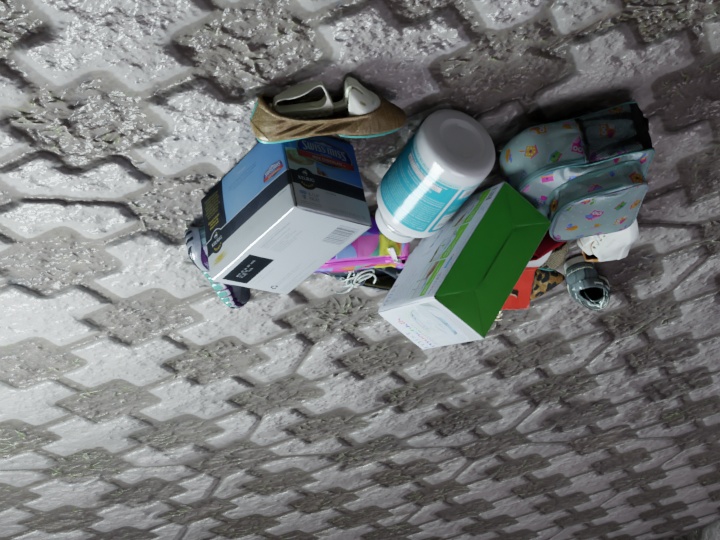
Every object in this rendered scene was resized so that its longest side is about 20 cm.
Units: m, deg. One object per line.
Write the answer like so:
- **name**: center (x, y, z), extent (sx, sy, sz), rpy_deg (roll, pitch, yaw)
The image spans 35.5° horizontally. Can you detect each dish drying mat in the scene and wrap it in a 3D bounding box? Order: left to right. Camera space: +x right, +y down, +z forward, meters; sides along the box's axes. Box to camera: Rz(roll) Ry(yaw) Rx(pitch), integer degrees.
- **dish drying mat**: center (0.290, -0.052, 1.643), extent (0.199, 0.018, 0.076), rpy_deg (-26, -169, -40)

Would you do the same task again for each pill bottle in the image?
- **pill bottle**: center (0.092, -0.119, 1.529), extent (0.110, 0.112, 0.200), rpy_deg (3, 148, -27)

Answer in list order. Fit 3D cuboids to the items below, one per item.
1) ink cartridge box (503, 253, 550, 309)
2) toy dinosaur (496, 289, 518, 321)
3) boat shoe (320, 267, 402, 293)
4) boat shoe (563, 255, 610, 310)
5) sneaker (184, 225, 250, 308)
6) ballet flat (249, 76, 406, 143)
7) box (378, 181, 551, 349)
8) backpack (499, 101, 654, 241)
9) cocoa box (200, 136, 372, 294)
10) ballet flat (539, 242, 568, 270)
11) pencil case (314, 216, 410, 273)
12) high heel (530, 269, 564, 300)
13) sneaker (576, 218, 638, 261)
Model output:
- **ink cartridge box**: center (0.214, -0.018, 1.729), extent (0.161, 0.050, 0.202), rpy_deg (-2, 115, -18)
- **toy dinosaur**: center (0.176, 0.037, 1.727), extent (0.100, 0.059, 0.200), rpy_deg (17, 137, -18)
- **boat shoe**: center (0.000, 0.000, 1.762), extent (0.199, 0.062, 0.075), rpy_deg (12, 146, -37)
- **boat shoe**: center (0.407, 0.039, 1.999), extent (0.072, 0.062, 0.200), rpy_deg (-20, 151, 14)
- **sneaker**: center (-0.184, -0.009, 1.664), extent (0.087, 0.075, 0.200), rpy_deg (-21, 150, 6)
- **ballet flat**: center (-0.038, -0.202, 1.390), extent (0.198, 0.068, 0.073), rpy_deg (-4, 132, -7)
- **box**: center (0.138, -0.004, 1.545), extent (0.096, 0.201, 0.176), rpy_deg (39, 157, -13)
- **backpack**: center (0.296, -0.129, 1.556), extent (0.198, 0.155, 0.176), rpy_deg (-5, 157, 0)
- **cocoa box**: center (-0.104, -0.078, 1.502), extent (0.133, 0.132, 0.200), rpy_deg (12, 144, -39)
- **ballet flat**: center (0.245, -0.041, 1.794), extent (0.198, 0.068, 0.076), rpy_deg (1, 129, -23)
- **pencil case**: center (-0.018, -0.038, 1.664), extent (0.198, 0.089, 0.089), rpy_deg (-3, 151, -15)
- **high heel**: center (0.245, 0.013, 1.846), extent (0.198, 0.072, 0.143), rpy_deg (-4, 170, 1)
- **sneaker**: center (0.391, -0.061, 1.795), extent (0.084, 0.073, 0.200), rpy_deg (-14, 153, -1)
